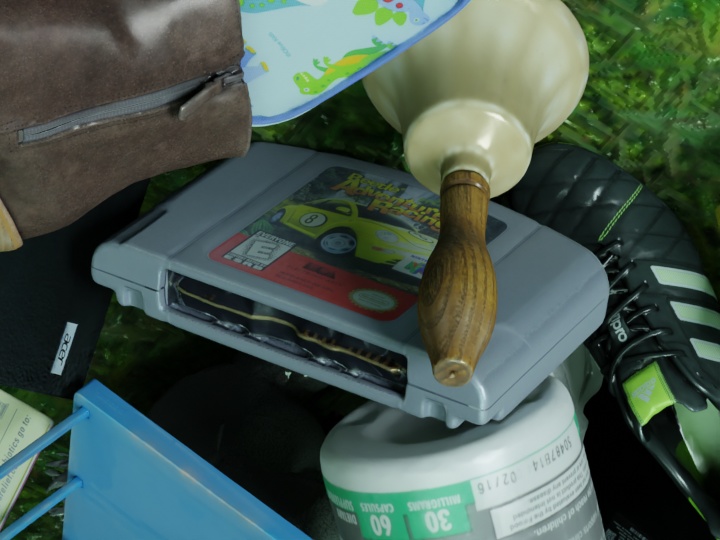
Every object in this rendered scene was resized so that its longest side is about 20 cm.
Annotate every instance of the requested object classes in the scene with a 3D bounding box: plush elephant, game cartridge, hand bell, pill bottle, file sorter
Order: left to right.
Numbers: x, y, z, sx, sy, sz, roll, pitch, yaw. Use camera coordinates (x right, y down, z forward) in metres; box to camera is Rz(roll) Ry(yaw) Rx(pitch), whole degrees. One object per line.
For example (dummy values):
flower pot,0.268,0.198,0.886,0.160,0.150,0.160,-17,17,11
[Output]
file sorter,-0.117,0.182,1.191,0.139,0.123,0.200,34,138,24
plush elephant,-0.035,0.125,1.292,0.199,0.165,0.155,-18,132,27
game cartridge,0.000,0.000,1.163,0.199,0.133,0.041,19,120,25
hand bell,0.042,-0.028,1.117,0.104,0.200,0.104,3,132,4
pill bottle,0.059,0.153,1.154,0.113,0.113,0.201,-11,105,15

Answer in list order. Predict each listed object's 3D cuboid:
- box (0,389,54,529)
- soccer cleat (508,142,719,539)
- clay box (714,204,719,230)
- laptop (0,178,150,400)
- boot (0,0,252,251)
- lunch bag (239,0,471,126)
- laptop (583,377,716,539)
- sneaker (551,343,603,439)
box,-0.274,0.066,1.247,0.200,0.097,0.176,33,163,-21
soccer cleat,0.132,0.030,1.202,0.067,0.081,0.200,-34,92,25
clay box,0.230,0.033,1.206,0.200,0.115,0.048,38,115,-25
laptop,-0.200,-0.056,1.160,0.199,0.103,0.178,18,91,7
boot,-0.132,-0.101,1.045,0.166,0.072,0.201,-20,132,-14
lunch bag,-0.058,-0.161,1.087,0.161,0.083,0.200,-32,122,28
laptop,0.178,0.147,1.316,0.187,0.116,0.200,37,108,22
sneaker,0.063,0.106,1.260,0.074,0.088,0.201,11,107,30
